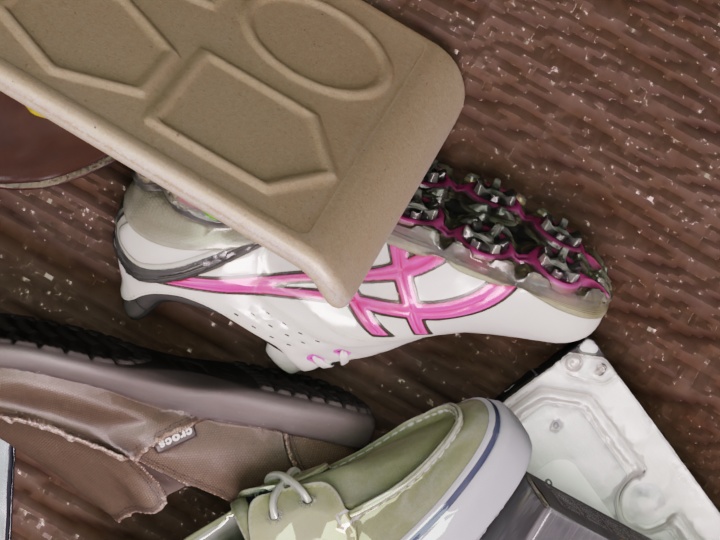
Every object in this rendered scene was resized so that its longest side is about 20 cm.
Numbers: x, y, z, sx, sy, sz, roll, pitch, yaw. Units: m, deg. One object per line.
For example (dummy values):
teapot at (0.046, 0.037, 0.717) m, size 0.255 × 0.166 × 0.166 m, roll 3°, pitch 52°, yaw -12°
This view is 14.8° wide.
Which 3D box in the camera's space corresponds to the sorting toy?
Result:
sorting toy at (-0.064, -0.081, 1.063) m, size 0.200 × 0.185 × 0.037 m, roll 34°, pitch 123°, yaw -2°

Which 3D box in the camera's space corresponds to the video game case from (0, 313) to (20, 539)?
video game case at (-0.215, 0.114, 1.135) m, size 0.142 × 0.019 × 0.201 m, roll 3°, pitch 92°, yaw 0°

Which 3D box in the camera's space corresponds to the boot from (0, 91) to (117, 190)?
boot at (-0.159, -0.057, 1.040) m, size 0.186 × 0.200 × 0.064 m, roll -14°, pitch 91°, yaw 0°

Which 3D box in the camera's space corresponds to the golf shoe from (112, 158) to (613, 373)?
golf shoe at (0.000, 0.000, 1.114) m, size 0.199 × 0.073 × 0.092 m, roll 15°, pitch 116°, yaw 1°

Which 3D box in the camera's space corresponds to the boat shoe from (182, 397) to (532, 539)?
boat shoe at (-0.025, 0.110, 1.065) m, size 0.200 × 0.072 × 0.062 m, roll -39°, pitch 114°, yaw 3°

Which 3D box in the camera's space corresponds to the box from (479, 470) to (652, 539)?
box at (0.108, 0.193, 1.088) m, size 0.200 × 0.048 × 0.159 m, roll 29°, pitch 99°, yaw -17°

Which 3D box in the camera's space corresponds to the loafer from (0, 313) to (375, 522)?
loafer at (-0.095, 0.066, 1.098) m, size 0.199 × 0.073 × 0.071 m, roll 12°, pitch 96°, yaw -8°

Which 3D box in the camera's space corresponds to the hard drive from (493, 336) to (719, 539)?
hard drive at (0.053, 0.139, 1.126) m, size 0.200 × 0.038 × 0.140 m, roll -36°, pitch 91°, yaw 0°
